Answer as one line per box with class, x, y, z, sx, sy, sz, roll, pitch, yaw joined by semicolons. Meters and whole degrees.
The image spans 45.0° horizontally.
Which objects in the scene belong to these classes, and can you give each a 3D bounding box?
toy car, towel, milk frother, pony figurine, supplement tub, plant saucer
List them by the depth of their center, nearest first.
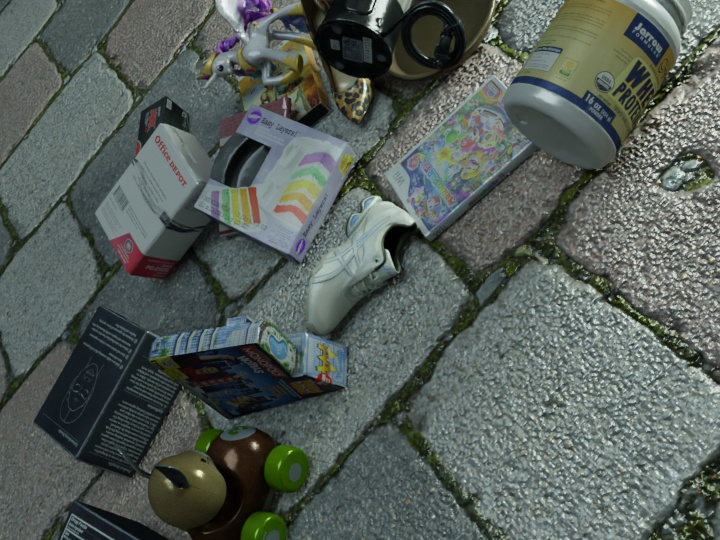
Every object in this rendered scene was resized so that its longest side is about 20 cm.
supplement tub;0.269;-0.234;0.984;0.144;0.144;0.201;31;86;46
toy car;-0.193;0.243;1.032;0.163;0.200;0.159;3;66;40
milk frother;0.062;-0.382;1.235;0.181;0.198;0.190;127;165;-65
plant saucer;0.114;-0.357;1.273;0.199;0.029;0.202;-21;52;29
towel;-0.164;-0.160;1.359;0.143;0.023;0.203;-11;72;34
pony figurine;-0.168;-0.384;1.409;0.198;0.166;0.195;2;73;22

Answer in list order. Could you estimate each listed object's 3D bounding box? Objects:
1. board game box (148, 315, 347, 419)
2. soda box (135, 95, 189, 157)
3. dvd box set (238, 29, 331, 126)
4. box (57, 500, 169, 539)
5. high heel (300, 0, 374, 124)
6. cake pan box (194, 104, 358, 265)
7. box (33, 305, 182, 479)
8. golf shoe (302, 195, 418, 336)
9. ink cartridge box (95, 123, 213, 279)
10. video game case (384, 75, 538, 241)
board game box;-0.126;0.114;1.093;0.198;0.200;0.062;-11;57;18
soda box;-0.356;-0.208;1.546;0.070;0.063;0.202;-23;51;27
dvd box set;-0.130;-0.291;1.433;0.146;0.029;0.201;-33;48;20
box;-0.301;0.420;1.067;0.199;0.123;0.200;11;72;41
high heel;-0.045;-0.320;1.299;0.071;0.142;0.202;-25;50;25
cake pan box;-0.127;-0.132;1.277;0.199;0.052;0.185;27;83;28
box;-0.362;0.177;1.281;0.148;0.107;0.201;19;76;44
golf shoe;0.000;0.000;1.115;0.097;0.078;0.201;22;80;41
ink cartridge box;-0.317;-0.109;1.391;0.200;0.084;0.145;-48;60;20
video game case;0.134;-0.149;1.135;0.200;0.018;0.144;-42;46;12
